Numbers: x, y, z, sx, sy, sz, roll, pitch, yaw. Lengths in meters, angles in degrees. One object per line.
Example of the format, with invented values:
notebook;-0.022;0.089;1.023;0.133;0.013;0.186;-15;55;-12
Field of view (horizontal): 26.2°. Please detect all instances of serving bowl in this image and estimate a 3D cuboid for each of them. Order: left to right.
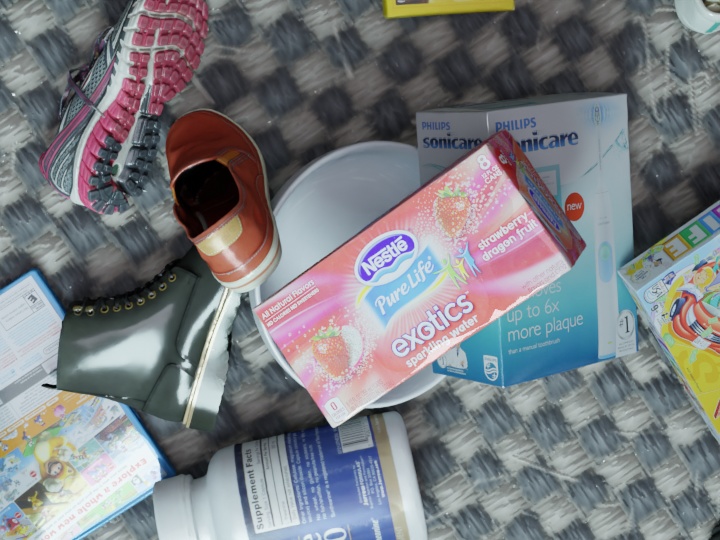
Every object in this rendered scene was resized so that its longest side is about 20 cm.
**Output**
serving bowl;0.000;0.000;1.179;0.199;0.066;0.201;-4;100;-26

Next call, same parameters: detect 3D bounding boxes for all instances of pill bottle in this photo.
pill bottle;-0.054;0.182;1.195;0.199;0.111;0.112;-12;99;-1

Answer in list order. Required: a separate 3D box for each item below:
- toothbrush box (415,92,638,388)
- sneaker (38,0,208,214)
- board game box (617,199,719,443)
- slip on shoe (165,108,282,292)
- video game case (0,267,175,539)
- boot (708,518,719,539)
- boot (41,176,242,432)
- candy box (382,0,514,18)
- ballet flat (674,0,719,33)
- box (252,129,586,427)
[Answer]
toothbrush box;0.126;-0.028;1.155;0.146;0.085;0.201;-10;100;-37
sneaker;-0.181;-0.146;1.158;0.074;0.081;0.201;23;87;32
board game box;0.297;0.036;1.191;0.134;0.034;0.200;-35;124;2
slip on shoe;-0.107;-0.064;1.117;0.074;0.200;0.061;-35;128;9
video game case;-0.259;0.119;1.221;0.143;0.018;0.200;-33;99;1
boot;0.383;0.220;1.244;0.157;0.080;0.212;23;109;-18
boot;-0.159;0.014;1.176;0.138;0.077;0.201;11;92;-6
candy box;0.063;-0.295;1.171;0.102;0.026;0.201;-5;99;-6
ballet flat;0.269;-0.280;1.165;0.069;0.069;0.201;-1;99;-3
box;0.041;0.004;1.048;0.200;0.095;0.103;-34;90;18
